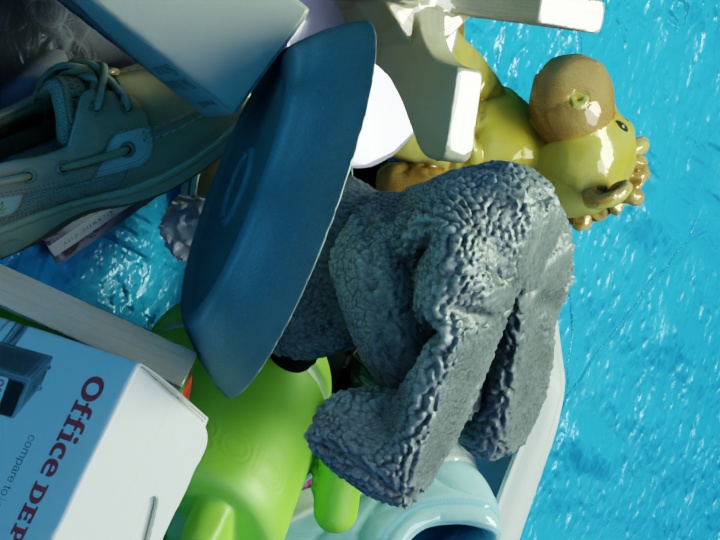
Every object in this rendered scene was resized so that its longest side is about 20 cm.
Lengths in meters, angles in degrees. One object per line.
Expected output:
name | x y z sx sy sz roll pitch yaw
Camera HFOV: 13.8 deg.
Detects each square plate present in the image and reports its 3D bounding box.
square plate | 0.091 0.108 1.867 0.200 0.028 0.199 -90 -164 -65

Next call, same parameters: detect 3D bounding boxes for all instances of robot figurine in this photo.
robot figurine | -0.084 0.096 1.704 0.116 0.174 0.201 87 17 -49

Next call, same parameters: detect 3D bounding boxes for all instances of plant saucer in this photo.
plant saucer | -0.048 -0.037 1.481 0.200 0.036 0.201 -160 -90 -78

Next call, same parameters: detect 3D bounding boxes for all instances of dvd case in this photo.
dvd case | -0.139 -0.104 1.603 0.148 0.016 0.200 -35 142 -7

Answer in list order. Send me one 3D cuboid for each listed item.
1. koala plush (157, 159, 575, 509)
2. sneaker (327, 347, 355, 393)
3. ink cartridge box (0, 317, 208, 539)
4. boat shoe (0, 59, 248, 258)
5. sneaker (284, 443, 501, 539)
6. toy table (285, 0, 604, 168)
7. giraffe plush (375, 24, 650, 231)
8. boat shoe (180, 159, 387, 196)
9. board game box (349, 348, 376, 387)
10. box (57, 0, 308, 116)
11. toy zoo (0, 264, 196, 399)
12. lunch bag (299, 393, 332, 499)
koala plush | 0.000 0.000 1.643 0.177 0.199 0.185 -16 126 -59
sneaker | -0.031 0.038 1.849 0.075 0.079 0.200 -50 172 -30
ink cartridge box | -0.198 0.098 1.488 0.147 0.199 0.083 -65 148 -16
boat shoe | -0.143 -0.074 1.554 0.199 0.072 0.065 -26 133 -11
sneaker | -0.008 0.173 1.748 0.199 0.082 0.074 -30 137 -6
toy table | 0.034 -0.155 1.682 0.183 0.117 0.201 -8 102 -35
giraffe plush | 0.101 -0.081 1.903 0.201 0.161 0.173 75 20 -46
boat shoe | -0.033 -0.055 1.834 0.200 0.062 0.075 -11 111 -59
board game box | 0.047 0.028 1.830 0.135 0.028 0.200 -47 173 -9
box | -0.128 -0.163 1.487 0.069 0.200 0.082 -53 -169 -7
toy zoo | -0.151 0.044 1.560 0.200 0.131 0.021 110 5 -76
lunch bag | -0.039 0.166 1.848 0.160 0.077 0.200 -35 144 -1
